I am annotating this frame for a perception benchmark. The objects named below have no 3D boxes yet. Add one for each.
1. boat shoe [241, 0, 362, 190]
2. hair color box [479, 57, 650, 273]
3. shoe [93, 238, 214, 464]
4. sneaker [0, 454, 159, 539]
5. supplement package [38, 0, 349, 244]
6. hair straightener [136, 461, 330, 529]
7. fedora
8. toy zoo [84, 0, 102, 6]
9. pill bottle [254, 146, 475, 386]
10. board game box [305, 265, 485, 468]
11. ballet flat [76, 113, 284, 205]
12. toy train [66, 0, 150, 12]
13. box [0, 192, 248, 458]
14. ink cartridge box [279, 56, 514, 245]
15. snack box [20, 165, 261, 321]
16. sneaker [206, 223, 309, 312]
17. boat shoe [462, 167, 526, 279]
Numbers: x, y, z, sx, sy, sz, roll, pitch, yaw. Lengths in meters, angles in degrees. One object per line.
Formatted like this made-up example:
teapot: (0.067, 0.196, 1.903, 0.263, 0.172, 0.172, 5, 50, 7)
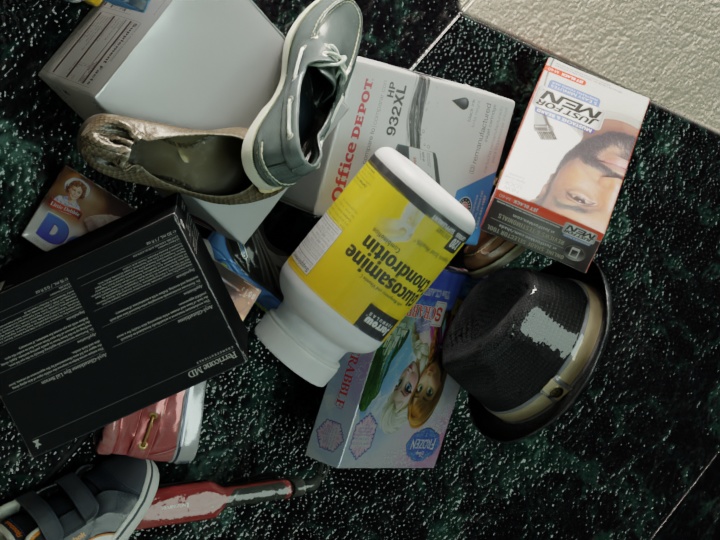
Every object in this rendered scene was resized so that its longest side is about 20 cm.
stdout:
boat shoe: (-0.032, -0.151, 1.510, 0.073, 0.061, 0.201, 46, 53, -31)
hair color box: (0.197, -0.103, 1.751, 0.064, 0.110, 0.201, 110, 3, -50)
shoe: (-0.183, 0.067, 1.612, 0.090, 0.071, 0.202, 6, 89, -21)
sneaker: (-0.263, 0.224, 1.597, 0.200, 0.078, 0.080, -47, 131, -13)
supplement package: (-0.139, -0.150, 1.554, 0.156, 0.111, 0.200, -52, 126, -11)
hair straightener: (-0.124, 0.200, 1.696, 0.198, 0.077, 0.041, -12, 92, -16)
fedora: (0.144, 0.061, 1.738, 0.091, 0.200, 0.202, 28, 87, -28)
toy zoo: (-0.216, -0.312, 1.505, 0.200, 0.020, 0.131, -51, 126, -12)
pill bottle: (0.000, 0.000, 1.605, 0.112, 0.112, 0.200, 34, 98, -37)
board game box: (0.041, 0.089, 1.754, 0.200, 0.041, 0.201, 9, 99, -60)
ballet flat: (-0.133, -0.089, 1.477, 0.199, 0.046, 0.068, 10, 100, -36)
toy train: (-0.182, -0.302, 1.447, 0.086, 0.114, 0.201, 25, 89, -38)
box: (-0.210, 0.045, 1.516, 0.199, 0.079, 0.142, -24, 105, 4)
ink cartridge box: (0.030, -0.114, 1.702, 0.199, 0.084, 0.146, 10, 99, -37)
snack box: (-0.186, -0.006, 1.566, 0.199, 0.024, 0.072, 33, 84, -11)
sneaker: (-0.056, 0.011, 1.686, 0.199, 0.071, 0.083, 41, 85, -34)
boat shoe: (0.151, -0.071, 1.806, 0.068, 0.072, 0.200, 56, 50, -17)
